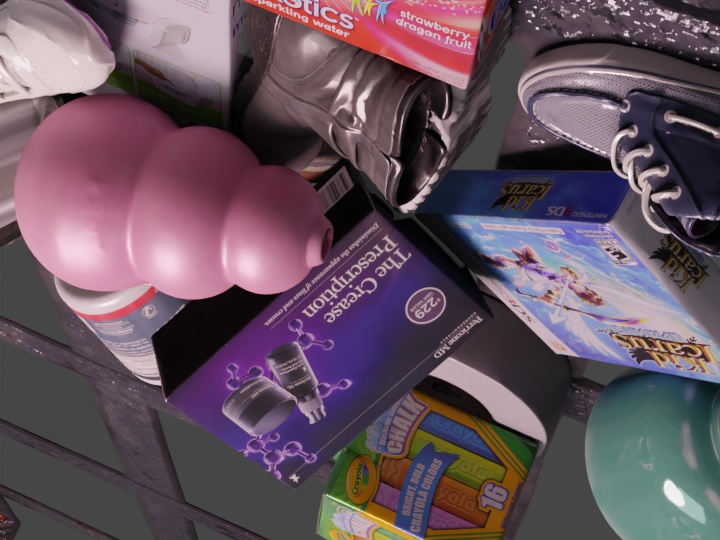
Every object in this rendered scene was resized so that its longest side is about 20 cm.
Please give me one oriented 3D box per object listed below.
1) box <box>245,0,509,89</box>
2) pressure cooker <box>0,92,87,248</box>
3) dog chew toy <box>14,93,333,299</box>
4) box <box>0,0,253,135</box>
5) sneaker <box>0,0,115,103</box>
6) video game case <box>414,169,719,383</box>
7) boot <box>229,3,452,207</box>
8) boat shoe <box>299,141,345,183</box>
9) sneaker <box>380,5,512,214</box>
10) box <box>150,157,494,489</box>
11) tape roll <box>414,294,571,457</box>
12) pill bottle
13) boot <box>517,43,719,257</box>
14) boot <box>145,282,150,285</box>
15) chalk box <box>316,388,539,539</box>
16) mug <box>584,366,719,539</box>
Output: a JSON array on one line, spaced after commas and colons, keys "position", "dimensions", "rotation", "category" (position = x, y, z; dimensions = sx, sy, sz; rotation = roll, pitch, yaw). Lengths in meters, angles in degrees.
[{"position": [-0.012, -0.190, 0.692], "dimensions": [0.198, 0.096, 0.100], "rotation": [23, 154, 7], "category": "box"}, {"position": [-0.285, -0.111, 0.998], "dimensions": [0.177, 0.199, 0.179], "rotation": [53, 151, 20], "category": "pressure cooker"}, {"position": [-0.113, -0.038, 0.838], "dimensions": [0.197, 0.126, 0.125], "rotation": [14, 153, 15], "category": "dog chew toy"}, {"position": [-0.150, -0.186, 0.834], "dimensions": [0.198, 0.097, 0.177], "rotation": [24, 154, 7], "category": "box"}, {"position": [-0.228, -0.117, 0.814], "dimensions": [0.198, 0.100, 0.075], "rotation": [6, 146, 38], "category": "sneaker"}, {"position": [0.158, 0.003, 0.917], "dimensions": [0.181, 0.046, 0.199], "rotation": [41, 162, -29], "category": "video game case"}, {"position": [-0.013, -0.083, 0.805], "dimensions": [0.132, 0.070, 0.200], "rotation": [46, 162, 16], "category": "boot"}, {"position": [-0.101, -0.111, 0.958], "dimensions": [0.198, 0.076, 0.072], "rotation": [26, 157, 5], "category": "boat shoe"}, {"position": [0.037, -0.115, 0.840], "dimensions": [0.082, 0.075, 0.201], "rotation": [33, 147, 11], "category": "sneaker"}, {"position": [-0.028, 0.041, 0.953], "dimensions": [0.141, 0.200, 0.079], "rotation": [38, -164, -36], "category": "box"}, {"position": [0.081, 0.089, 1.170], "dimensions": [0.198, 0.067, 0.201], "rotation": [21, 155, 10], "category": "tape roll"}, {"position": [-0.190, 0.037, 1.270], "dimensions": [0.118, 0.121, 0.201], "rotation": [10, 151, 31], "category": "pill bottle"}, {"position": [0.171, -0.066, 0.758], "dimensions": [0.198, 0.091, 0.073], "rotation": [13, 152, 27], "category": "boot"}, {"position": [-0.156, -0.027, 0.992], "dimensions": [0.197, 0.156, 0.078], "rotation": [-6, 116, 19], "category": "boot"}, {"position": [0.036, 0.183, 1.169], "dimensions": [0.198, 0.125, 0.125], "rotation": [23, 154, 8], "category": "chalk box"}, {"position": [0.267, 0.122, 0.983], "dimensions": [0.153, 0.184, 0.114], "rotation": [54, 149, -2], "category": "mug"}]
